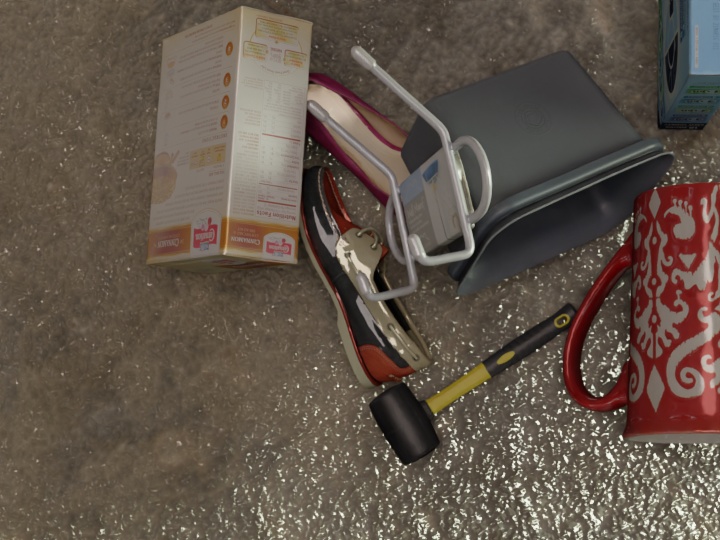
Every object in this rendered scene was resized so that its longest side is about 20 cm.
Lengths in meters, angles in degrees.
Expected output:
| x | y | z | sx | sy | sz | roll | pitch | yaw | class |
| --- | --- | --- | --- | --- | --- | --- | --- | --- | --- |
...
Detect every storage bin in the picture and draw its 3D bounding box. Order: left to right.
| x | y | z | sx | sy | sz | roll | pitch | yaw | class |
| --- | --- | --- | --- | --- | --- | --- | --- | --- | --- |
| 0.134 | -0.086 | 1.223 | 0.198 | 0.146 | 0.135 | -22 | 69 | -26 | storage bin |

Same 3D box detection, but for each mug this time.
| x | y | z | sx | sy | sz | roll | pitch | yaw | class |
| --- | --- | --- | --- | --- | --- | --- | --- | --- | --- |
| 0.259 | 0.037 | 1.205 | 0.175 | 0.133 | 0.203 | 1 | 81 | 1 | mug |

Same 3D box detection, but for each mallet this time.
| x | y | z | sx | sy | sz | roll | pitch | yaw | class |
| --- | --- | --- | --- | --- | --- | --- | --- | --- | --- |
| 0.097 | 0.082 | 1.266 | 0.199 | 0.041 | 0.066 | -40 | 85 | -3 | mallet |

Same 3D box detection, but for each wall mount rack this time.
| x | y | z | sx | sy | sz | roll | pitch | yaw | class |
| --- | --- | --- | --- | --- | --- | --- | --- | --- | --- |
| 0.026 | -0.076 | 1.157 | 0.074 | 0.200 | 0.176 | -9 | 79 | -23 | wall mount rack |

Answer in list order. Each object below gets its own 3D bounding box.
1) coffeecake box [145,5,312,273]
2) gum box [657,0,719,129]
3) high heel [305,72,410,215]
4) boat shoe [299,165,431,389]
| x | y | z | sx | sy | sz | roll | pitch | yaw | class |
| --- | --- | --- | --- | --- | --- | --- | --- | --- | --- |
| -0.113 | -0.104 | 1.242 | 0.072 | 0.153 | 0.203 | 7 | 84 | -32 | coffeecake box |
| 0.274 | -0.218 | 1.193 | 0.044 | 0.200 | 0.172 | 1 | 84 | 6 | gum box |
| 0.023 | -0.101 | 1.260 | 0.200 | 0.096 | 0.067 | 42 | 89 | 9 | high heel |
| 0.000 | 0.000 | 1.261 | 0.062 | 0.071 | 0.202 | -21 | 88 | 22 | boat shoe |
